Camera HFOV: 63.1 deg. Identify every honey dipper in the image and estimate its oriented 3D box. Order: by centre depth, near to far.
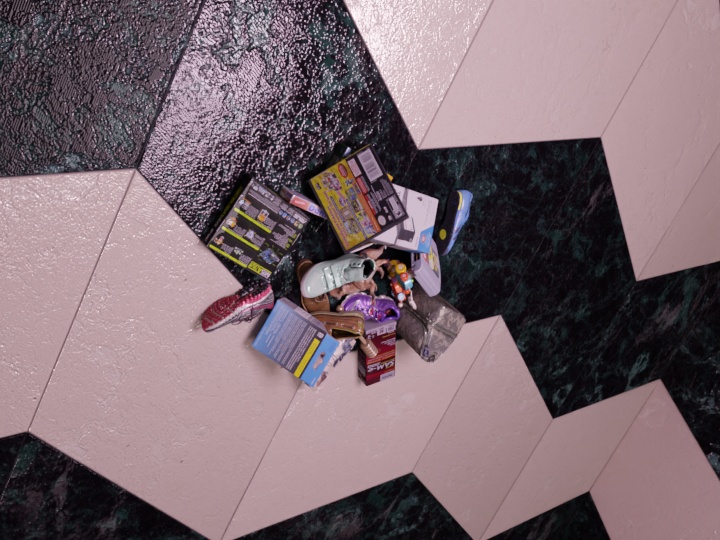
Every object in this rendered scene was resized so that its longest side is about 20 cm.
[{"bbox_3d":[-0.012,0.169,1.660,0.038,0.038,0.202,-38,120,-8],"label":"honey dipper"}]

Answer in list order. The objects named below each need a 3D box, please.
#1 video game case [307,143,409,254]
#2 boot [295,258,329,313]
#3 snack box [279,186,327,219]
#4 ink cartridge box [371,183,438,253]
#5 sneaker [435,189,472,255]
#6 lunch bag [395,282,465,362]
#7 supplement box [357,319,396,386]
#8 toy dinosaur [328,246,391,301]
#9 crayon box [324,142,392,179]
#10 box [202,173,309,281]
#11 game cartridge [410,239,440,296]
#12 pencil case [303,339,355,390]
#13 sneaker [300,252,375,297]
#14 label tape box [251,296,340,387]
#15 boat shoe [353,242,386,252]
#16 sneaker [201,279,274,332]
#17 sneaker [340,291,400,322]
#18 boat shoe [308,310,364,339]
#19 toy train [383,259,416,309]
[{"bbox_3d":[-0.005,-0.172,1.413,0.178,0.025,0.203,-29,86,5],"label":"video game case"},{"bbox_3d":[-0.120,0.070,1.579,0.073,0.075,0.203,-29,127,-17],"label":"boot"},{"bbox_3d":[-0.106,-0.155,1.470,0.197,0.072,0.025,22,103,-38],"label":"snack box"},{"bbox_3d":[0.093,-0.136,1.507,0.197,0.083,0.149,12,88,-35],"label":"ink cartridge box"},{"bbox_3d":[0.282,-0.137,1.728,0.077,0.066,0.204,1,114,-36],"label":"sneaker"},{"bbox_3d":[0.193,0.157,1.740,0.138,0.200,0.170,23,100,-37],"label":"lunch bag"},{"bbox_3d":[0.049,0.241,1.783,0.107,0.061,0.204,-15,122,-24],"label":"supplement box"},{"bbox_3d":[0.000,0.000,1.619,0.133,0.086,0.203,28,81,-4],"label":"toy dinosaur"},{"bbox_3d":[-0.003,-0.222,1.513,0.198,0.051,0.127,25,100,-39],"label":"crayon box"},{"bbox_3d":[-0.249,-0.100,1.427,0.199,0.048,0.195,32,97,-40],"label":"box"},{"bbox_3d":[0.182,-0.035,1.646,0.040,0.203,0.134,-17,136,21],"label":"game cartridge"},{"bbox_3d":[-0.096,0.240,1.676,0.201,0.089,0.078,-48,138,-4],"label":"pencil case"},{"bbox_3d":[-0.053,0.010,1.481,0.198,0.117,0.075,-30,111,-32],"label":"sneaker"},{"bbox_3d":[-0.166,0.187,1.546,0.198,0.063,0.146,34,97,3],"label":"label tape box"},{"bbox_3d":[0.044,-0.096,1.579,0.198,0.086,0.076,-20,135,-21],"label":"boat shoe"},{"bbox_3d":[-0.305,0.104,1.476,0.197,0.081,0.076,-28,128,-18],"label":"sneaker"},{"bbox_3d":[0.030,0.112,1.688,0.196,0.083,0.082,-1,115,-29],"label":"sneaker"},{"bbox_3d":[-0.085,0.155,1.587,0.195,0.069,0.072,-9,141,16],"label":"boat shoe"},{"bbox_3d":[0.125,0.036,1.657,0.055,0.200,0.153,-24,101,-11],"label":"toy train"}]
